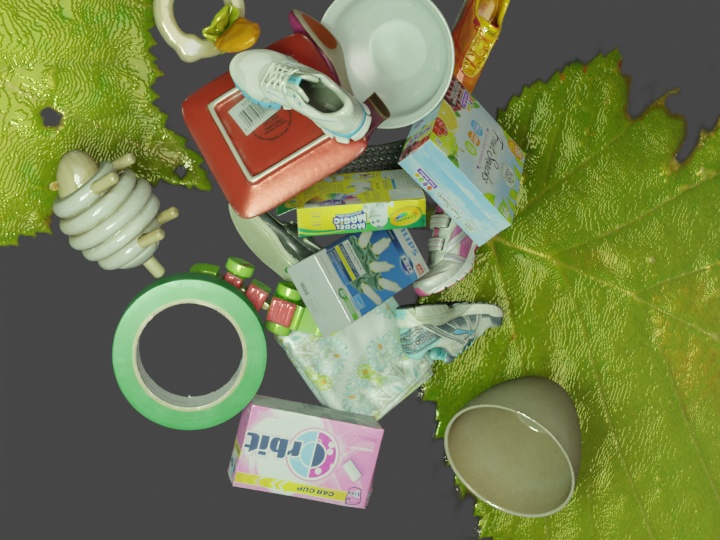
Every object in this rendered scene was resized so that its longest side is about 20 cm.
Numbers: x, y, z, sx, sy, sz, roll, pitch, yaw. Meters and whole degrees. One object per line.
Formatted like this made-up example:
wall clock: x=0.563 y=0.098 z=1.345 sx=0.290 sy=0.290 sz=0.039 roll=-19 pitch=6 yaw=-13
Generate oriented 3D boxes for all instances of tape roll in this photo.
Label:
tape roll: x=-0.221 y=0.105 z=1.510 sx=0.199 sy=0.048 sz=0.202 roll=-1 pitch=101 yaw=-6

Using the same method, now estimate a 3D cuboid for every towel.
towel: x=-0.003 y=0.115 z=1.640 sx=0.171 sy=0.048 sz=0.201 roll=-39 pitch=105 yaw=-19

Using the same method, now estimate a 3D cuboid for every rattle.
rattle: x=-0.215 y=-0.376 z=1.500 sx=0.129 sy=0.143 sz=0.202 roll=-16 pitch=103 yaw=-4

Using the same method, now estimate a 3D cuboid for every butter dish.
butter dish: x=-0.104 y=-0.177 z=1.547 sx=0.199 sy=0.148 sz=0.200 roll=-31 pitch=74 yaw=2

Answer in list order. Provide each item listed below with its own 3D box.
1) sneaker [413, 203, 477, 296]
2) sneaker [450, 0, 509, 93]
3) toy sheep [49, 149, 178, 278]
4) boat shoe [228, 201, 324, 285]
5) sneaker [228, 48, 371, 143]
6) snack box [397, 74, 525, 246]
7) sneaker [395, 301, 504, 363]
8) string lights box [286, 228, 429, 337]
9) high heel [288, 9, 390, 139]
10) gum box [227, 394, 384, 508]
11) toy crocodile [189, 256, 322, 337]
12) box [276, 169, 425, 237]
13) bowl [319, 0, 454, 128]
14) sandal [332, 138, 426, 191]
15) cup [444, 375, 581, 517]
sneaker: x=0.130 y=-0.050 z=1.685 sx=0.088 sy=0.081 sz=0.200 roll=43 pitch=66 yaw=-16
sneaker: x=0.162 y=-0.330 z=1.692 sx=0.073 sy=0.077 sz=0.202 roll=19 pitch=86 yaw=-23
toy sheep: x=-0.311 y=-0.068 z=1.462 sx=0.138 sy=0.138 sz=0.201 roll=-41 pitch=111 yaw=-18
boat shoe: x=-0.097 y=-0.035 z=1.586 sx=0.200 sy=0.072 sz=0.068 roll=43 pitch=59 yaw=-5
sneaker: x=-0.080 y=-0.231 z=1.434 sx=0.199 sy=0.087 sz=0.075 roll=25 pitch=84 yaw=16
snack box: x=0.146 y=-0.156 z=1.614 sx=0.169 sy=0.068 sz=0.200 roll=45 pitch=35 yaw=-16
sneaker: x=0.127 y=0.088 z=1.667 sx=0.199 sy=0.077 sz=0.087 roll=-2 pitch=91 yaw=-39
string lights box: x=0.000 y=0.000 z=1.560 sx=0.200 sy=0.059 sz=0.103 roll=-32 pitch=94 yaw=-49
high heel: x=-0.053 y=-0.255 z=1.578 sx=0.201 sy=0.096 sz=0.067 roll=53 pitch=30 yaw=2
gum box: x=-0.070 y=0.246 z=1.577 sx=0.198 sy=0.066 sz=0.114 roll=13 pitch=96 yaw=-14
toy crocodile: x=-0.136 y=0.038 z=1.553 sx=0.199 sy=0.062 sz=0.068 roll=25 pitch=100 yaw=-4
box: x=-0.016 y=-0.092 z=1.570 sx=0.198 sy=0.118 sz=0.049 roll=-3 pitch=115 yaw=-4
bowl: x=0.044 y=-0.304 z=1.612 sx=0.199 sy=0.090 sz=0.203 roll=6 pitch=109 yaw=17
sandal: x=0.041 y=-0.151 z=1.666 sx=0.198 sy=0.045 sz=0.076 roll=0 pitch=85 yaw=-9
cup: x=0.242 y=0.235 z=1.686 sx=0.201 sy=0.200 sz=0.143 roll=57 pitch=44 yaw=-13
